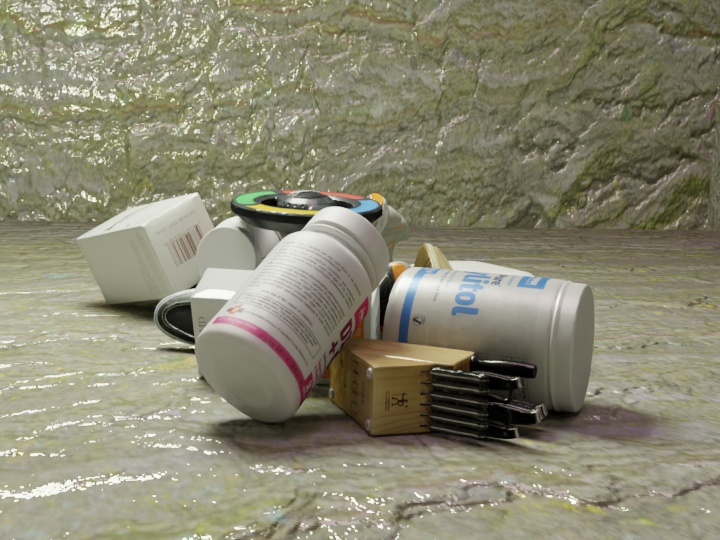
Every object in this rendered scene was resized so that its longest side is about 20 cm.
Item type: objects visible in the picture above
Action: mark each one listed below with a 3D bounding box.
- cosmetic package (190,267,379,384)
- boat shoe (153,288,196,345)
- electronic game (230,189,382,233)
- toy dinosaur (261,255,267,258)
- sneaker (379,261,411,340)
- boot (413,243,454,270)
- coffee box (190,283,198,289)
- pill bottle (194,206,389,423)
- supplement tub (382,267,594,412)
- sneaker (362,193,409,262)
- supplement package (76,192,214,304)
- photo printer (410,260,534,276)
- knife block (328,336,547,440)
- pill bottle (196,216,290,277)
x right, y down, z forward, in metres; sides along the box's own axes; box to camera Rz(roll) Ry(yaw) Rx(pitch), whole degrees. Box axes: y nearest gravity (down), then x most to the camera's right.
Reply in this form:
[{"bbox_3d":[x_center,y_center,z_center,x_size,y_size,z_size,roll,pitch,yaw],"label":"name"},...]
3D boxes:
[{"bbox_3d":[-0.079,0.061,1.051,0.196,0.103,0.072,2,28,8],"label":"cosmetic package"},{"bbox_3d":[-0.163,0.065,1.172,0.196,0.075,0.068,12,-1,7],"label":"boat shoe"},{"bbox_3d":[-0.069,-0.082,1.237,0.196,0.042,0.200,2,13,0],"label":"electronic game"},{"bbox_3d":[-0.050,-0.022,1.149,0.104,0.202,0.181,36,-25,-8],"label":"toy dinosaur"},{"bbox_3d":[0.021,0.025,1.150,0.074,0.094,0.201,-6,-24,-13],"label":"sneaker"},{"bbox_3d":[0.153,0.048,1.172,0.152,0.073,0.202,2,41,-20],"label":"boot"},{"bbox_3d":[-0.216,0.044,1.448,0.121,0.045,0.200,0,8,-19],"label":"coffee box"},{"bbox_3d":[-0.058,0.036,0.918,0.112,0.115,0.201,7,43,35],"label":"pill bottle"},{"bbox_3d":[0.133,0.069,0.992,0.196,0.135,0.132,4,7,23],"label":"supplement tub"},{"bbox_3d":[0.000,0.000,1.340,0.091,0.201,0.076,30,9,-32],"label":"sneaker"},{"bbox_3d":[-0.318,-0.031,1.456,0.198,0.119,0.117,-7,23,45],"label":"supplement package"},{"bbox_3d":[0.187,0.028,1.591,0.163,0.071,0.199,-1,8,-25],"label":"photo printer"},{"bbox_3d":[0.075,0.110,0.924,0.172,0.065,0.200,0,7,-19],"label":"knife block"},{"bbox_3d":[-0.146,-0.018,1.311,0.110,0.115,0.200,4,4,15],"label":"pill bottle"}]
